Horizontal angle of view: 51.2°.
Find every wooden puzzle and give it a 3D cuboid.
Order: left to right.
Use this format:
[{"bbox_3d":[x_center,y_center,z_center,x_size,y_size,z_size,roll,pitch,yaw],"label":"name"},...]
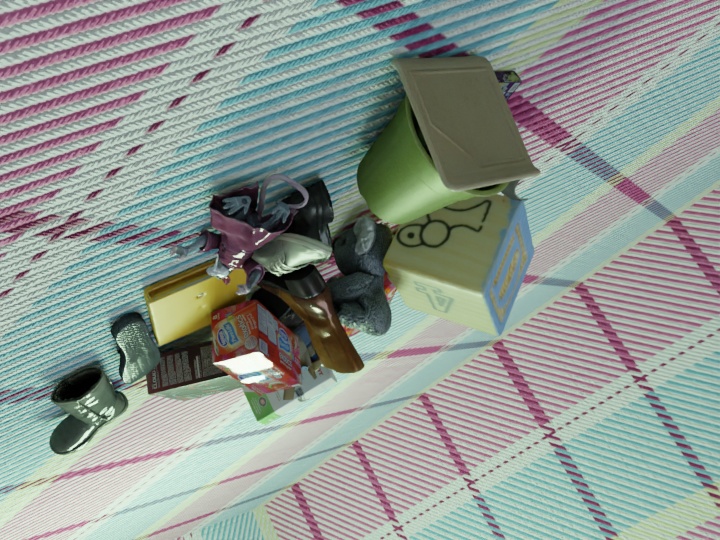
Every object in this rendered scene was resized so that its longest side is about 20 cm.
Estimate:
[{"bbox_3d":[0.141,-0.201,1.014,0.183,0.203,0.037,-14,164,-39],"label":"wooden puzzle"}]

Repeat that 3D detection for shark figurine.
[{"bbox_3d":[0.218,-0.193,1.309,0.125,0.216,0.091,-1,117,0],"label":"shark figurine"}]

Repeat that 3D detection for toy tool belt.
[{"bbox_3d":[-0.129,0.181,1.600,0.123,0.125,0.200,-16,-167,34],"label":"toy tool belt"}]

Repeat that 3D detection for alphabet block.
[{"bbox_3d":[0.183,-0.025,1.362,0.198,0.197,0.197,-62,151,-19],"label":"alphabet block"}]

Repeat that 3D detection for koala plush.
[{"bbox_3d":[0.000,0.000,1.380,0.204,0.181,0.177,-69,160,1],"label":"koala plush"}]

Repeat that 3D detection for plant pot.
[{"bbox_3d":[0.092,-0.162,1.104,0.198,0.204,0.189,-14,169,-38],"label":"plant pot"}]

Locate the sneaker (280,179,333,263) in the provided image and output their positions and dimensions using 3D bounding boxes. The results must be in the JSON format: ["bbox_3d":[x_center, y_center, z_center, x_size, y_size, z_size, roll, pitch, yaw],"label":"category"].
[{"bbox_3d":[-0.092,-0.071,1.210,0.089,0.077,0.201,-16,151,-11],"label":"sneaker"}]

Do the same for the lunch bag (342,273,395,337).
[{"bbox_3d":[0.011,0.065,1.657,0.174,0.082,0.201,-29,161,-23],"label":"lunch bag"}]

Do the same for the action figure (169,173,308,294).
[{"bbox_3d":[-0.182,-0.052,1.103,0.150,0.133,0.200,-55,-178,-36],"label":"action figure"}]

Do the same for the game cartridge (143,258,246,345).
[{"bbox_3d":[-0.276,0.050,1.281,0.174,0.033,0.201,-24,162,-20],"label":"game cartridge"}]

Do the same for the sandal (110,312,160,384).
[{"bbox_3d":[-0.391,0.129,1.299,0.075,0.043,0.202,-28,152,-29],"label":"sandal"}]

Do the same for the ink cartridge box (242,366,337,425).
[{"bbox_3d":[-0.171,0.238,1.721,0.198,0.147,0.084,-29,162,-1],"label":"ink cartridge box"}]

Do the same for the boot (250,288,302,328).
[{"bbox_3d":[-0.152,0.077,1.491,0.199,0.070,0.173,-35,165,36],"label":"boot"}]

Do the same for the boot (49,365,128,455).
[{"bbox_3d":[-0.518,0.259,1.371,0.181,0.073,0.200,-41,170,-13],"label":"boot"}]

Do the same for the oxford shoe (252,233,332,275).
[{"bbox_3d":[-0.114,-0.022,1.151,0.075,0.059,0.198,27,162,-38],"label":"oxford shoe"}]

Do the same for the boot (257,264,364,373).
[{"bbox_3d":[-0.089,0.076,1.279,0.186,0.202,0.068,3,-142,46],"label":"boot"}]

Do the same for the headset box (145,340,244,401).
[{"bbox_3d":[-0.309,0.195,1.449,0.196,0.077,0.149,-14,162,11],"label":"headset box"}]

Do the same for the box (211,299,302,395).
[{"bbox_3d":[-0.186,0.145,1.366,0.094,0.102,0.200,-14,151,13],"label":"box"}]

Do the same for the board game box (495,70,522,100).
[{"bbox_3d":[0.163,-0.240,1.217,0.119,0.033,0.201,-19,157,-41],"label":"board game box"}]
